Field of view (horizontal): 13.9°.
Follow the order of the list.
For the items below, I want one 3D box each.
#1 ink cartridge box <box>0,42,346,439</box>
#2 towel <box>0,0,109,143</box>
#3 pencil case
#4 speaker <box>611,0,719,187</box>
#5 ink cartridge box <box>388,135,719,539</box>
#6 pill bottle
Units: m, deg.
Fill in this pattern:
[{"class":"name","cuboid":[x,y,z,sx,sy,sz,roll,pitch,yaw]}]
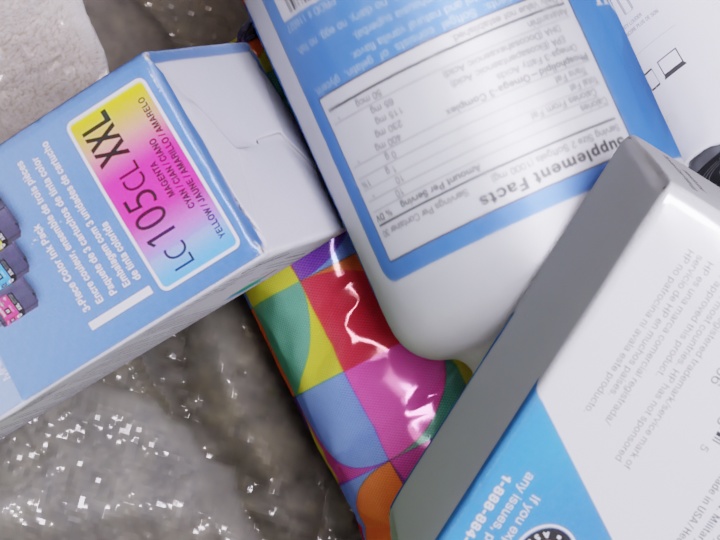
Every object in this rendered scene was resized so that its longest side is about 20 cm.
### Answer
[{"class":"ink cartridge box","cuboid":[-0.114,0.009,0.956,0.199,0.136,0.077,-33,88,13]},{"class":"towel","cuboid":[-0.171,-0.104,0.984,0.132,0.034,0.201,-27,115,-5]},{"class":"pencil case","cuboid":[0.000,0.000,1.046,0.088,0.088,0.201,-24,89,-20]},{"class":"speaker","cuboid":[0.093,-0.128,1.020,0.081,0.081,0.201,-24,75,-20]},{"class":"ink cartridge box","cuboid":[0.129,0.076,0.886,0.199,0.084,0.145,31,100,-10]},{"class":"pill bottle","cuboid":[0.043,-0.040,0.967,0.112,0.112,0.201,-23,88,-20]}]
